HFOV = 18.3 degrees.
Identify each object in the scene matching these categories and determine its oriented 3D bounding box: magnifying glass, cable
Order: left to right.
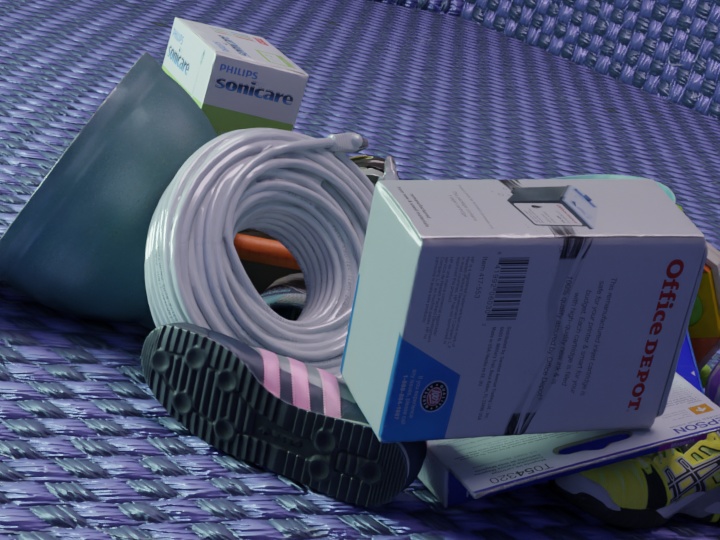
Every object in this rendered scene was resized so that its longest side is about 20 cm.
[{"bbox_3d":[-0.060,-0.002,1.567,0.199,0.202,0.069,6,-19,-34],"label":"cable"},{"bbox_3d":[0.000,0.000,1.693,0.198,0.023,0.080,12,-4,0],"label":"magnifying glass"}]

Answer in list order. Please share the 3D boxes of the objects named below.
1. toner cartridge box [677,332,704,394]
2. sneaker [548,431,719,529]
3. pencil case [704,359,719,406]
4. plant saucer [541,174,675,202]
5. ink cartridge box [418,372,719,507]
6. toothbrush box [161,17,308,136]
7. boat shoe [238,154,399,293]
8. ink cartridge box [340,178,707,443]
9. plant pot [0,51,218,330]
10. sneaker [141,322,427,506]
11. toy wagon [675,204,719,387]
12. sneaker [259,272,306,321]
[{"bbox_3d":[0.175,0.080,1.720,0.199,0.096,0.043,7,-29,-35],"label":"toner cartridge box"},{"bbox_3d":[0.208,0.133,1.575,0.199,0.077,0.075,-1,22,-45],"label":"sneaker"},{"bbox_3d":[0.354,0.124,1.760,0.200,0.085,0.084,38,-17,54],"label":"pencil case"},{"bbox_3d":[0.150,-0.030,1.756,0.198,0.028,0.200,-11,19,4],"label":"plant saucer"},{"bbox_3d":[0.128,0.106,1.524,0.195,0.044,0.200,-13,24,-16],"label":"ink cartridge box"},{"bbox_3d":[-0.124,-0.089,1.830,0.085,0.201,0.146,10,13,-20],"label":"toothbrush box"},{"bbox_3d":[-0.058,-0.028,1.751,0.200,0.072,0.061,-24,21,14],"label":"boat shoe"},{"bbox_3d":[0.101,0.024,1.418,0.198,0.147,0.086,-2,31,-24],"label":"ink cartridge box"},{"bbox_3d":[-0.166,-0.040,1.649,0.134,0.201,0.200,38,11,-5],"label":"plant pot"},{"bbox_3d":[-0.048,0.089,1.466,0.199,0.071,0.082,28,21,14],"label":"sneaker"},{"bbox_3d":[0.206,0.027,1.843,0.199,0.156,0.040,-4,22,25],"label":"toy wagon"},{"bbox_3d":[-0.003,0.060,1.665,0.199,0.078,0.086,12,16,27],"label":"sneaker"}]
